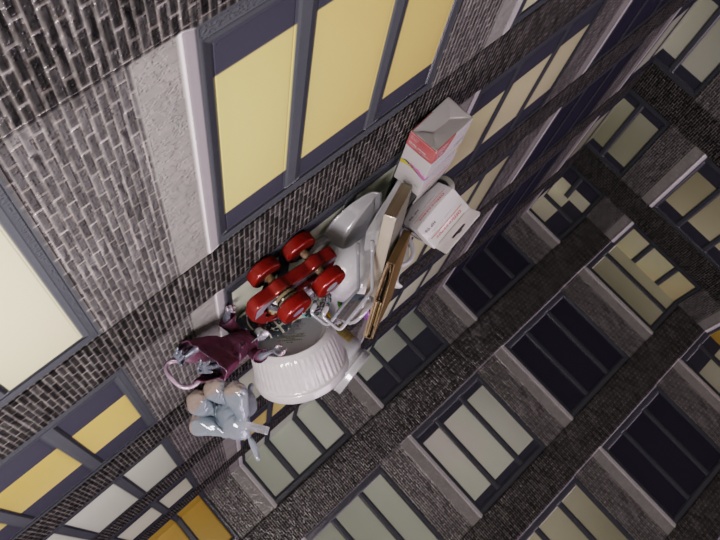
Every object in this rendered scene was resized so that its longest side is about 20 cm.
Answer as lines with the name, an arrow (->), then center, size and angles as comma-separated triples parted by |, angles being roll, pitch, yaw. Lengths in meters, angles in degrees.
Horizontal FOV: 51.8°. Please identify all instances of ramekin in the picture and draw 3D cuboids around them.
ramekin -> -0.131, 0.167, 1.512 | 0.200, 0.200, 0.105 | -37, 127, -32

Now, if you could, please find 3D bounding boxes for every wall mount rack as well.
wall mount rack -> -0.018, 0.032, 1.427 | 0.174, 0.075, 0.200 | -52, -169, -9

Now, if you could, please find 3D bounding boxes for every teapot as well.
teapot -> 0.000, 0.000, 1.614 | 0.200, 0.146, 0.197 | -51, 167, 29

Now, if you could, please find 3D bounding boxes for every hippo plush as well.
hippo plush -> -0.288, 0.302, 1.707 | 0.161, 0.199, 0.160 | -70, 179, -73

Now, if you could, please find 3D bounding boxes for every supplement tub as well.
supplement tub -> -0.090, 0.190, 1.810 | 0.146, 0.200, 0.145 | -51, 174, -7

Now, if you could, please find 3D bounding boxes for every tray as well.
tray -> 0.065, -0.132, 1.516 | 0.200, 0.022, 0.107 | -59, 173, -19

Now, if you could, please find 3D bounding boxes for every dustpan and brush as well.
dustpan and brush -> -0.045, -0.074, 1.453 | 0.200, 0.057, 0.140 | -48, 166, -16

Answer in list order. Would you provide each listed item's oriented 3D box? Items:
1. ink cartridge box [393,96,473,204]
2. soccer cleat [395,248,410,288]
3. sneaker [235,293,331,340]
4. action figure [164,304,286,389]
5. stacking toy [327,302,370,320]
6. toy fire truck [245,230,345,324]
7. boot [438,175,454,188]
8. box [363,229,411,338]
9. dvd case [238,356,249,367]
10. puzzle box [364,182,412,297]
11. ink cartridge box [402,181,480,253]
ink cartridge box -> 0.133, -0.226, 1.433 | 0.116, 0.067, 0.200 | -44, 169, -24
soccer cleat -> 0.087, -0.054, 1.729 | 0.069, 0.077, 0.201 | 140, -32, -75
sneaker -> -0.161, 0.076, 1.503 | 0.199, 0.086, 0.078 | -19, 119, -19
action figure -> -0.236, 0.152, 1.372 | 0.149, 0.134, 0.200 | -50, 165, 32
stacking toy -> -0.052, 0.081, 1.712 | 0.199, 0.086, 0.085 | -6, 173, 9
toy fire truck -> -0.126, 0.035, 1.372 | 0.200, 0.112, 0.168 | -37, 166, -25
boot -> 0.168, -0.167, 1.799 | 0.200, 0.073, 0.144 | -41, 173, 34
box -> 0.056, 0.022, 1.461 | 0.200, 0.021, 0.164 | -57, 164, -65
dvd case -> -0.236, 0.164, 1.719 | 0.200, 0.016, 0.149 | -37, 167, -30
puzzle box -> 0.054, -0.055, 1.447 | 0.133, 0.025, 0.201 | -63, 169, -53
ink cartridge box -> 0.143, -0.122, 1.537 | 0.116, 0.068, 0.200 | -50, -148, -3
